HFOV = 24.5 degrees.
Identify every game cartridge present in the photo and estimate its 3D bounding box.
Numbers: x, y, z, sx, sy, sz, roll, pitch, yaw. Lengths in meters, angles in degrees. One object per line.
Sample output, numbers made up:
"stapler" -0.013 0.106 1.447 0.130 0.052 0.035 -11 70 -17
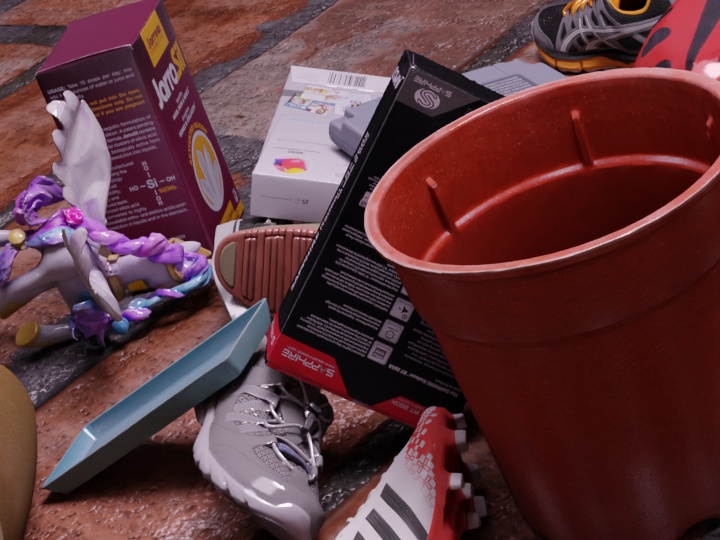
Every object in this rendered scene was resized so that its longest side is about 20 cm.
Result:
"game cartridge" 0.092 -0.105 1.258 0.199 0.042 0.133 -19 42 -29

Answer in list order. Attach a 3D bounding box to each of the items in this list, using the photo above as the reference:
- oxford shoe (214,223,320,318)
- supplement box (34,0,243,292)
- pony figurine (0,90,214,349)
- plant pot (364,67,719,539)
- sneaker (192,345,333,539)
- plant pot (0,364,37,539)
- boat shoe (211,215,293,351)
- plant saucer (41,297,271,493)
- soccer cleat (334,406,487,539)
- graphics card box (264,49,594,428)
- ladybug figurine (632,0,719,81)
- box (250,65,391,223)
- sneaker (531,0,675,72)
"oxford shoe" 0.000 0.000 1.134 0.198 0.071 0.074 9 22 -1
"supplement box" -0.173 -0.101 1.332 0.085 0.201 0.111 -13 27 14
"pony figurine" -0.218 -0.013 1.244 0.198 0.193 0.168 -15 60 12
"plant pot" 0.125 0.027 0.877 0.199 0.197 0.201 -16 27 9
"sneaker" -0.053 0.093 0.997 0.082 0.075 0.200 -44 26 6
"plant pot" -0.280 0.126 1.039 0.185 0.188 0.200 -15 14 12
"boat shoe" -0.069 0.003 1.207 0.063 0.071 0.200 -21 25 3
"plant saucer" -0.131 0.086 1.072 0.199 0.019 0.070 -36 15 35
"soccer cleat" 0.019 0.143 0.886 0.084 0.069 0.201 -9 33 14
"graphics card box" 0.039 -0.013 0.977 0.124 0.201 0.051 23 18 -9
"ladybug figurine" 0.222 -0.123 0.994 0.135 0.072 0.200 -8 31 28
"box" 0.004 -0.098 1.314 0.154 0.042 0.201 7 30 2
"sneaker" 0.216 -0.213 1.396 0.078 0.078 0.199 -36 29 -25
